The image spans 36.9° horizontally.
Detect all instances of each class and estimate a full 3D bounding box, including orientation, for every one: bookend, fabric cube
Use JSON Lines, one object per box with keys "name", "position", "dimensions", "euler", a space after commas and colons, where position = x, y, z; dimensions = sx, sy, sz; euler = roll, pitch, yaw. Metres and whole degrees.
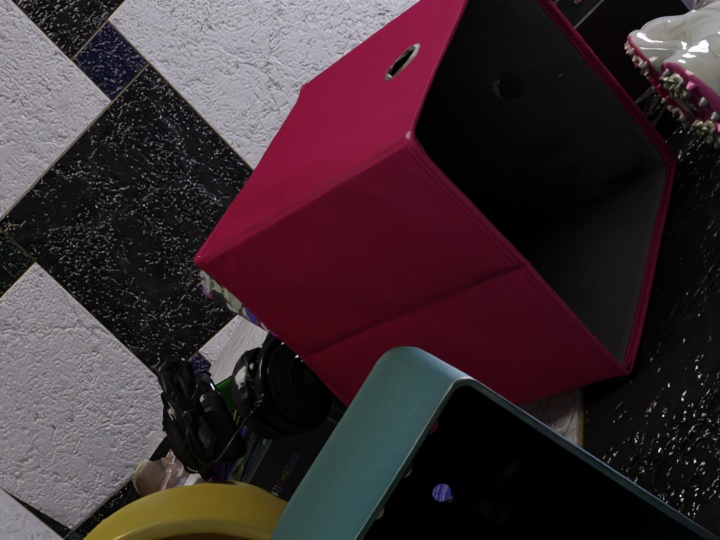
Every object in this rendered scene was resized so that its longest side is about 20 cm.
{"name": "bookend", "position": [0.216, -0.233, 0.862], "dimensions": [0.199, 0.092, 0.200], "euler": [-44, 20, 10]}
{"name": "fabric cube", "position": [0.053, -0.040, 0.689], "dimensions": [0.198, 0.200, 0.197], "euler": [-24, 30, 43]}

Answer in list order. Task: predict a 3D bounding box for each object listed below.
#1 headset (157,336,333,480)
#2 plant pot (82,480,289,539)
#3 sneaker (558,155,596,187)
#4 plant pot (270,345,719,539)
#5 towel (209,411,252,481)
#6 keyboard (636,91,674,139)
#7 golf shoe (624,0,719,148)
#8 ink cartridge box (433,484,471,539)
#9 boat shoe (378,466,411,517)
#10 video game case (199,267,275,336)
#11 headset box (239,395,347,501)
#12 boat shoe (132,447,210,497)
{"name": "headset", "position": [-0.084, 0.078, 0.718], "dimensions": [0.122, 0.095, 0.200], "euler": [-26, 6, 10]}
{"name": "plant pot", "position": [-0.087, 0.215, 0.651], "dimensions": [0.202, 0.200, 0.189], "euler": [-57, 6, 3]}
{"name": "sneaker", "position": [0.104, -0.131, 0.817], "dimensions": [0.199, 0.100, 0.078], "euler": [14, 53, 45]}
{"name": "plant pot", "position": [0.039, 0.120, 0.499], "dimensions": [0.142, 0.140, 0.200], "euler": [-57, 12, 2]}
{"name": "towel", "position": [-0.118, 0.178, 1.020], "dimensions": [0.144, 0.022, 0.203], "euler": [-36, -40, -85]}
{"name": "keyboard", "position": [0.179, -0.076, 0.847], "dimensions": [0.128, 0.020, 0.200], "euler": [-61, 8, -22]}
{"name": "golf shoe", "position": [0.226, -0.135, 0.674], "dimensions": [0.091, 0.075, 0.200], "euler": [-40, 15, 13]}
{"name": "ink cartridge box", "position": [0.033, 0.188, 0.692], "dimensions": [0.200, 0.037, 0.095], "euler": [-53, 10, 42]}
{"name": "boat shoe", "position": [0.041, 0.105, 0.807], "dimensions": [0.201, 0.073, 0.075], "euler": [-56, 9, 13]}
{"name": "video game case", "position": [0.000, 0.000, 0.885], "dimensions": [0.199, 0.180, 0.036], "euler": [-29, -50, -38]}
{"name": "headset box", "position": [-0.036, 0.145, 0.979], "dimensions": [0.175, 0.092, 0.201], "euler": [-61, 5, 31]}
{"name": "boat shoe", "position": [-0.177, 0.207, 0.996], "dimensions": [0.202, 0.074, 0.076], "euler": [-53, -23, -83]}
